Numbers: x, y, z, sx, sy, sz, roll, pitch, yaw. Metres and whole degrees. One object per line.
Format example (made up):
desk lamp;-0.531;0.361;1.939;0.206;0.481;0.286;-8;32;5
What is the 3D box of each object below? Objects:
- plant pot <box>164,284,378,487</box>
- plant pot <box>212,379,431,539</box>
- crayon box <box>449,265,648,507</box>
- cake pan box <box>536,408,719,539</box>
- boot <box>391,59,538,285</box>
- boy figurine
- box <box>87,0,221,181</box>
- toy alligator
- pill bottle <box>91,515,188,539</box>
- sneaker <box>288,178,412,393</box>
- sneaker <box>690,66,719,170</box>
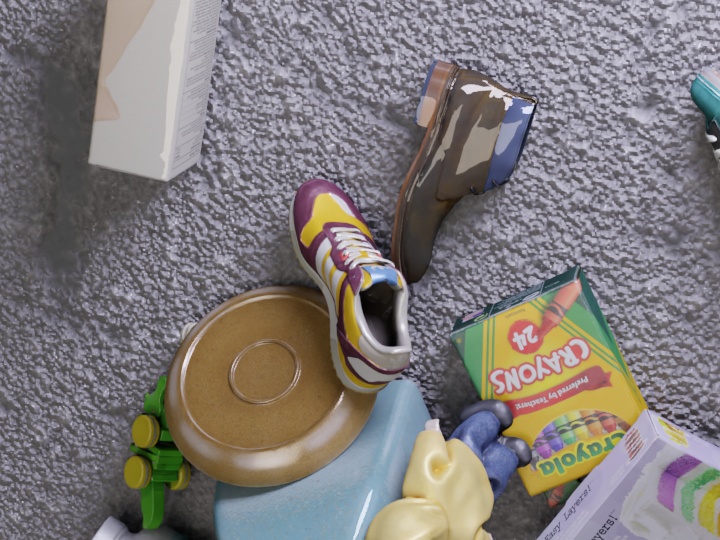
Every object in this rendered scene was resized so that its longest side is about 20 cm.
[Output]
plant pot;-0.082;0.094;1.488;0.199;0.201;0.028;-3;147;13
plant pot;-0.019;0.246;1.488;0.196;0.200;0.196;-18;109;17
crayon box;0.180;0.113;1.498;0.127;0.051;0.200;-25;100;17
cake pan box;0.268;0.241;1.488;0.184;0.052;0.200;30;112;-16
boot;0.087;-0.073;1.451;0.097;0.075;0.201;14;107;11
boy figurine;0.076;0.193;1.421;0.064;0.200;0.125;-18;107;41
box;-0.175;-0.188;1.465;0.077;0.095;0.201;13;107;9
toy alligator;-0.189;0.141;1.588;0.054;0.059;0.201;16;97;45
pill bottle;-0.173;0.316;1.602;0.200;0.111;0.111;33;110;1
sneaker;0.000;0.000;1.450;0.090;0.075;0.201;-46;59;56
sneaker;0.326;-0.073;1.400;0.080;0.071;0.200;-37;97;15
